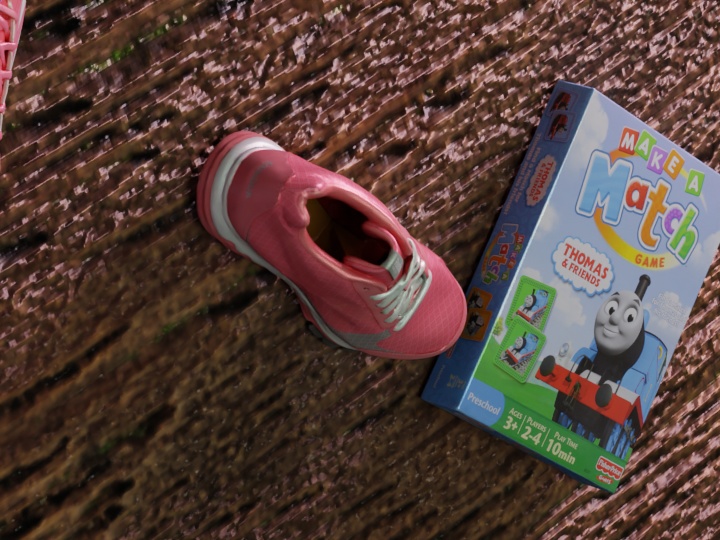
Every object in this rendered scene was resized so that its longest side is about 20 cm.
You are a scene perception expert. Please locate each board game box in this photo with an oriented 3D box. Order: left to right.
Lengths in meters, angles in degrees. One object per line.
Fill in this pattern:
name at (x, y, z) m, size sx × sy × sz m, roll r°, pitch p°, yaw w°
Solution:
board game box at (0.132, 0.011, 1.620) m, size 0.151 × 0.037 × 0.201 m, roll 29°, pitch 81°, yaw -41°

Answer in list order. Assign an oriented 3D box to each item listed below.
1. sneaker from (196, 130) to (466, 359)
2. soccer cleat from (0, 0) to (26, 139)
sneaker at (0.000, 0.000, 1.469) m, size 0.200 × 0.087 × 0.074 m, roll 35°, pitch 79°, yaw -41°
soccer cleat at (-0.187, -0.077, 1.296) m, size 0.066 × 0.076 × 0.201 m, roll 14°, pitch 92°, yaw -42°
